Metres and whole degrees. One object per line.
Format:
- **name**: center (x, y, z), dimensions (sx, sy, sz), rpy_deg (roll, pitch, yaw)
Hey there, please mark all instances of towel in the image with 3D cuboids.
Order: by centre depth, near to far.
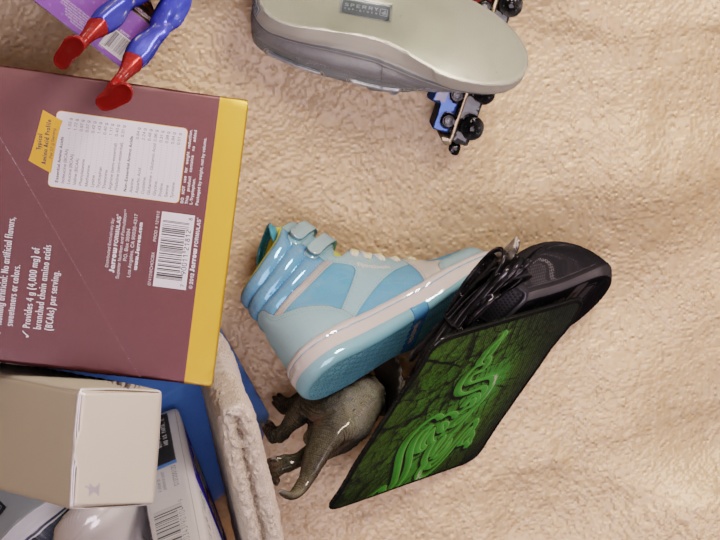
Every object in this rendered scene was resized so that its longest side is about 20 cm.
- **towel**: center (-0.081, 0.155, 1.640), dimensions (0.034, 0.133, 0.201), rpy_deg (-14, 115, -8)

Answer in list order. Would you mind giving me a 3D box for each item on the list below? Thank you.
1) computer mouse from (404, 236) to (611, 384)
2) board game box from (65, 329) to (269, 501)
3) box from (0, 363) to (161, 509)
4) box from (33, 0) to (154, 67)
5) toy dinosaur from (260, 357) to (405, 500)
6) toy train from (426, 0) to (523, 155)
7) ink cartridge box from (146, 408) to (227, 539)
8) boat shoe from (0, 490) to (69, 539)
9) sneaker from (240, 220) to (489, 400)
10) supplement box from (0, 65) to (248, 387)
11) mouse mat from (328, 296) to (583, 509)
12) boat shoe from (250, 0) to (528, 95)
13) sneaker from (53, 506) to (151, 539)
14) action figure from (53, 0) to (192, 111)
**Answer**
- **computer mouse**: center (0.112, 0.015, 1.660), dimensions (0.053, 0.200, 0.139), rpy_deg (51, 122, 20)
- **board game box**: center (-0.165, 0.094, 1.686), dimensions (0.158, 0.039, 0.200), rpy_deg (-30, 117, -5)
- **box**: center (-0.219, 0.108, 1.530), dimensions (0.068, 0.200, 0.083), rpy_deg (3, 93, -40)
- **box**: center (-0.226, -0.222, 1.514), dimensions (0.200, 0.137, 0.039), rpy_deg (38, 99, -20)
- **toy dinosaur**: center (-0.019, 0.107, 1.669), dimensions (0.102, 0.200, 0.077), rpy_deg (-33, 85, 25)
- **toy train**: center (0.089, -0.181, 1.643), dimensions (0.046, 0.034, 0.201), rpy_deg (14, 105, -11)
- **ink cartridge box**: center (-0.106, 0.231, 1.626), dimensions (0.043, 0.198, 0.200), rpy_deg (-21, 118, -1)
- **boat shoe**: center (-0.235, 0.180, 1.650), dimensions (0.200, 0.071, 0.091), rpy_deg (-46, 145, 1)
- **sneaker**: center (0.000, 0.000, 1.666), dimensions (0.200, 0.131, 0.080), rpy_deg (-26, 156, -35)
- **supplement box**: center (-0.195, -0.031, 1.557), dimensions (0.199, 0.133, 0.198), rpy_deg (7, 90, -10)
- **mouse mat**: center (0.070, 0.098, 1.660), dimensions (0.161, 0.008, 0.200), rpy_deg (-15, 148, -41)
- **boat shoe**: center (0.018, -0.162, 1.615), dimensions (0.200, 0.072, 0.070), rpy_deg (14, 64, -5)
- **sneaker**: center (-0.162, 0.217, 1.636), dimensions (0.075, 0.200, 0.089), rpy_deg (-37, 67, -12)
- **action figure**: center (-0.108, -0.194, 1.456), dimensions (0.065, 0.200, 0.099), rpy_deg (46, 136, -14)
